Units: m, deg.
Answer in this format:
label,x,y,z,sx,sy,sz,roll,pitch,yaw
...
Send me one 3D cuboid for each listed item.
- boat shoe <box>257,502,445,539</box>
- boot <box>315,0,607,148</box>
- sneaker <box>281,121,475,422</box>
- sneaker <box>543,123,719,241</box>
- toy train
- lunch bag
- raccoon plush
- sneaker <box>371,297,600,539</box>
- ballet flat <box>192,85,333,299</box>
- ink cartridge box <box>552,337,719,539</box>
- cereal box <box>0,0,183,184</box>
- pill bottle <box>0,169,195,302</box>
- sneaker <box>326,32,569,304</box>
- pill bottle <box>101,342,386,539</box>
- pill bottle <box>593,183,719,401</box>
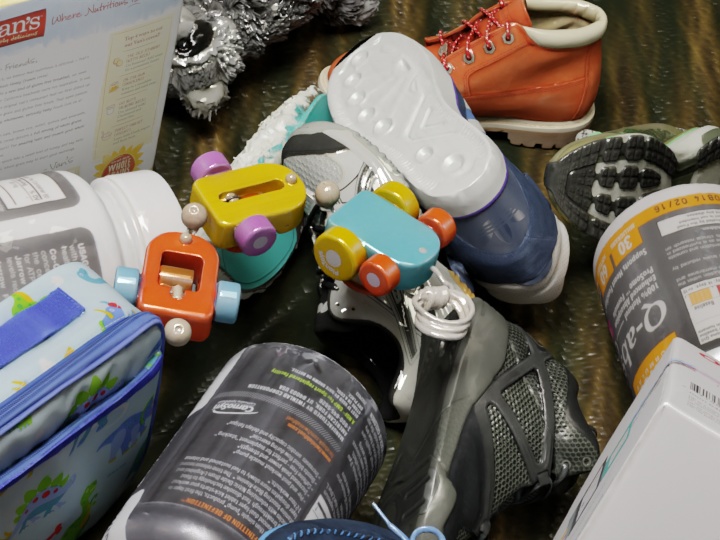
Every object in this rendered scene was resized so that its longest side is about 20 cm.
label,x,y,z,sx,sy,sz,roll,pitch,yaw
boat shoe,0.036,0.167,1.145,0.199,0.068,0.085,17,76,-35
boot,0.071,-0.144,1.519,0.199,0.108,0.075,-1,46,-15
sneaker,0.000,0.000,1.345,0.087,0.076,0.200,-27,72,-25
sneaker,0.168,-0.065,1.482,0.088,0.077,0.200,20,15,36
toy train,-0.041,0.005,1.258,0.199,0.056,0.151,6,44,-10
lunch bag,-0.190,0.095,1.151,0.082,0.161,0.200,35,45,20
raccoon plush,-0.065,-0.154,1.521,0.199,0.135,0.097,17,-4,-37
sneaker,0.074,0.123,1.258,0.114,0.076,0.200,30,56,-14
ballet flat,-0.066,-0.043,1.412,0.071,0.072,0.200,24,41,9
ink cartridge box,0.184,0.144,1.148,0.146,0.146,0.200,31,11,5
cereal box,-0.181,-0.103,1.332,0.143,0.201,0.040,-20,53,-33
pill bottle,-0.202,0.006,1.276,0.199,0.114,0.114,-12,49,-27
sneaker,0.062,-0.054,1.429,0.080,0.147,0.200,-39,40,0
pill bottle,-0.070,0.137,1.182,0.106,0.107,0.200,25,44,10
pill bottle,0.215,0.052,1.345,0.116,0.117,0.201,2,44,-14
